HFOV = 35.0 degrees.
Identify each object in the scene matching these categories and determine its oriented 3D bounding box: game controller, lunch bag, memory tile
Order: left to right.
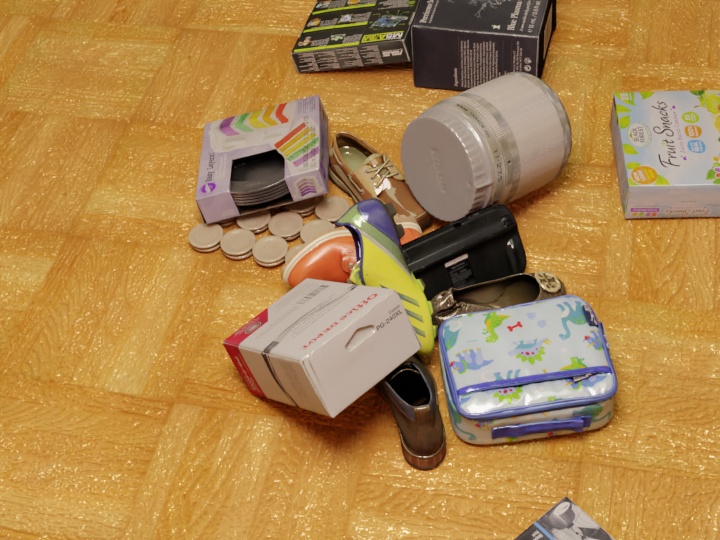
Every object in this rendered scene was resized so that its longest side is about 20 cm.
[{"bbox_3d":[-0.125,-0.065,1.584,0.198,0.017,0.154,13,49,18],"label":"memory tile"},{"bbox_3d":[0.121,-0.005,1.451,0.198,0.105,0.042,-24,21,-16],"label":"game controller"},{"bbox_3d":[0.195,0.118,1.336,0.197,0.083,0.162,-7,49,1],"label":"lunch bag"}]

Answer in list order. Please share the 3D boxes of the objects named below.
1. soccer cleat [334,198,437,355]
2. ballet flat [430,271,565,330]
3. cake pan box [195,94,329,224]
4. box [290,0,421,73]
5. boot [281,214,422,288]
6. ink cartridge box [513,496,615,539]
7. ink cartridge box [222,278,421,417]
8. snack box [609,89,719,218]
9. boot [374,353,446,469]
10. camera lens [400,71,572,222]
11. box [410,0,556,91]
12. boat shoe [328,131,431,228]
[{"bbox_3d":[0.029,0.014,1.363,0.083,0.202,0.065,-25,9,-19],"label":"soccer cleat"},{"bbox_3d":[0.172,0.032,1.424,0.197,0.047,0.068,-11,42,-20],"label":"ballet flat"},{"bbox_3d":[-0.137,-0.157,1.612,0.182,0.053,0.201,-14,40,11],"label":"cake pan box"},{"bbox_3d":[0.007,-0.399,1.839,0.197,0.048,0.195,-2,47,23],"label":"box"},{"bbox_3d":[0.000,0.000,1.475,0.198,0.076,0.108,-16,52,-11],"label":"boot"},{"bbox_3d":[0.246,0.329,1.161,0.099,0.039,0.200,-33,53,-24],"label":"ink cartridge box"},{"bbox_3d":[-0.047,0.085,1.327,0.145,0.084,0.199,-36,21,-26],"label":"ink cartridge box"},{"bbox_3d":[0.440,-0.163,1.584,0.166,0.068,0.202,0,46,5],"label":"snack box"},{"bbox_3d":[0.055,0.122,1.333,0.074,0.098,0.201,-15,47,-8],"label":"boot"},{"bbox_3d":[0.173,-0.167,1.533,0.199,0.161,0.160,-26,48,-32],"label":"camera lens"},{"bbox_3d":[0.196,-0.382,1.781,0.197,0.118,0.198,7,48,14],"label":"box"},{"bbox_3d":[0.018,-0.125,1.586,0.075,0.074,0.200,-33,52,-24],"label":"boat shoe"}]
